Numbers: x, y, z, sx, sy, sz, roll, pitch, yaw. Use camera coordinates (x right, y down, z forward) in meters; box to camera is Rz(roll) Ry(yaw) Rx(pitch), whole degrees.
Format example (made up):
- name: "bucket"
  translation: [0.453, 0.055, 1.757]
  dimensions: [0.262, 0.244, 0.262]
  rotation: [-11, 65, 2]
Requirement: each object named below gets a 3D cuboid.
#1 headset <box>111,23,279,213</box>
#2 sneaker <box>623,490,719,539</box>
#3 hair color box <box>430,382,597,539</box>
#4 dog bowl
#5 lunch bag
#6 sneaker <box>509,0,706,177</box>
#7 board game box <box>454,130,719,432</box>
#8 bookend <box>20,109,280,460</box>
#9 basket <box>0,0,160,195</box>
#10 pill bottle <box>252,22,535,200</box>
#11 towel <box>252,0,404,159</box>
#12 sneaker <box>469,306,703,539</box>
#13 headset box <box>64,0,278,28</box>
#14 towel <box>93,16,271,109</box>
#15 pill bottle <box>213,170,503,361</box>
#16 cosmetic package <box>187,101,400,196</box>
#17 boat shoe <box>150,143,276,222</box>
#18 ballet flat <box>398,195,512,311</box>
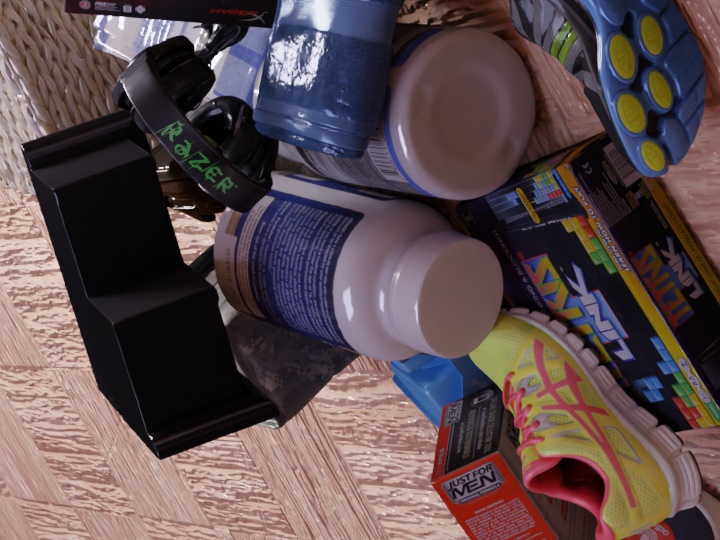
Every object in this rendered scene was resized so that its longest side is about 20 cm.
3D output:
- name: "headset"
  translation: [-0.102, -0.115, 1.621]
  dimensions: [0.124, 0.094, 0.200]
  rotation: [45, -171, -20]
- name: "sneaker"
  translation: [0.221, 0.240, 1.741]
  dimensions: [0.075, 0.084, 0.200]
  rotation: [32, 147, 40]
- name: "hair color box"
  translation: [0.130, 0.188, 1.752]
  dimensions: [0.061, 0.102, 0.200]
  rotation: [-25, 113, 21]
- name: "dog bowl"
  translation: [0.044, 0.060, 1.811]
  dimensions: [0.200, 0.050, 0.111]
  rotation: [49, 173, -30]
- name: "lunch bag"
  translation: [-0.082, 0.029, 1.918]
  dimensions: [0.200, 0.164, 0.118]
  rotation: [5, 131, 57]
- name: "sneaker"
  translation: [0.140, -0.149, 1.433]
  dimensions: [0.200, 0.071, 0.083]
  rotation: [60, 160, 1]
- name: "board game box"
  translation: [0.167, 0.014, 1.592]
  dimensions: [0.200, 0.057, 0.165]
  rotation: [57, 154, -5]
- name: "bookend"
  translation: [-0.151, 0.004, 1.685]
  dimensions: [0.199, 0.092, 0.200]
  rotation: [-149, 41, -69]
- name: "basket"
  translation: [-0.252, -0.175, 1.974]
  dimensions: [0.198, 0.161, 0.200]
  rotation: [13, 134, 54]
- name: "pill bottle"
  translation: [0.017, -0.112, 1.631]
  dimensions: [0.200, 0.114, 0.114]
  rotation: [13, 132, 56]
- name: "towel"
  translation: [-0.014, -0.177, 1.548]
  dimensions: [0.112, 0.048, 0.200]
  rotation: [21, 100, 54]
- name: "sneaker"
  translation: [0.130, 0.103, 1.596]
  dimensions: [0.200, 0.090, 0.078]
  rotation: [42, 155, 29]
- name: "headset box"
  translation: [-0.121, -0.267, 1.604]
  dimensions: [0.077, 0.148, 0.200]
  rotation: [-91, 7, -46]
- name: "towel"
  translation: [-0.114, -0.204, 1.765]
  dimensions: [0.200, 0.024, 0.147]
  rotation: [28, 101, 42]
- name: "pill bottle"
  translation: [0.000, 0.000, 1.656]
  dimensions: [0.200, 0.111, 0.111]
  rotation: [16, 135, 45]
- name: "cosmetic package"
  translation: [-0.061, -0.108, 1.820]
  dimensions: [0.200, 0.073, 0.104]
  rotation: [42, 152, 26]
- name: "boat shoe"
  translation: [-0.122, -0.066, 1.809]
  dimensions: [0.068, 0.072, 0.200]
  rotation: [52, 163, -15]
- name: "ballet flat"
  translation: [0.088, 0.022, 1.749]
  dimensions: [0.046, 0.067, 0.200]
  rotation: [-45, 76, 23]
